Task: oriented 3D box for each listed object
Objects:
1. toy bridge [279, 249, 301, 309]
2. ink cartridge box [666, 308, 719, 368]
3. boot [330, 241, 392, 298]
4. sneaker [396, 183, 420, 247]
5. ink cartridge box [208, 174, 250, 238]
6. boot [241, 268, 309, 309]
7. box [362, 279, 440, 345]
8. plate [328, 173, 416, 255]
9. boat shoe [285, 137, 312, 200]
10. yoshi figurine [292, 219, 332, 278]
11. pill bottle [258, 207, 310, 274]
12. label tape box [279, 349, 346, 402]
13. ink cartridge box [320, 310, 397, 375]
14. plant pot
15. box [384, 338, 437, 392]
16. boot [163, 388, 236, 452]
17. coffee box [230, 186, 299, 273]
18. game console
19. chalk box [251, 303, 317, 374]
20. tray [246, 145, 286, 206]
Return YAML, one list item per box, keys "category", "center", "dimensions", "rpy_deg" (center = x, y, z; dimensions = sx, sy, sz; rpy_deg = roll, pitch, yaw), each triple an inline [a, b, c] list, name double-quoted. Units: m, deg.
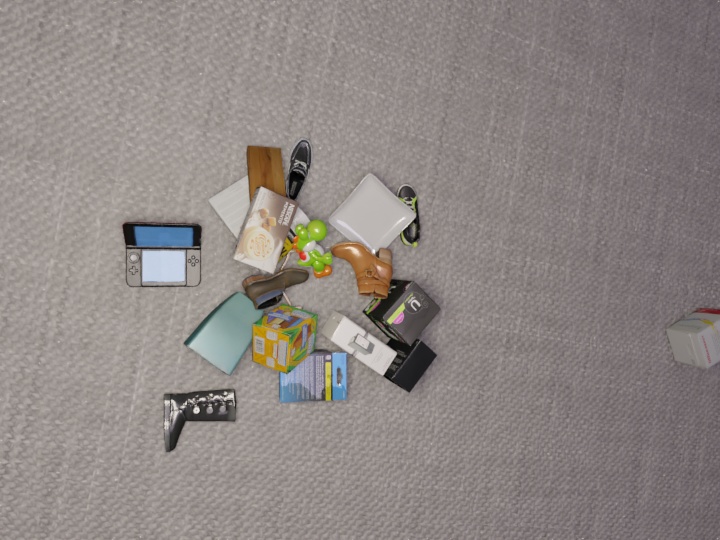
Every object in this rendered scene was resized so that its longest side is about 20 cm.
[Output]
- category: "toy bridge"
  center: [-0.212, 0.024, 1.630]
  dimensions: [0.067, 0.027, 0.202]
  rpy_deg: [-2, 93, -17]
- category: "ink cartridge box"
  center: [1.297, 0.252, 2.061]
  dimensions: [0.199, 0.144, 0.146]
  rpy_deg: [-24, 99, -16]
- category: "boot"
  center: [0.000, 0.000, 1.637]
  dimensions: [0.198, 0.074, 0.156]
  rpy_deg: [7, 67, -2]
- category: "sneaker"
  center: [0.163, -0.174, 1.718]
  dimensions: [0.071, 0.083, 0.202]
  rpy_deg: [-8, 94, -18]
- category: "ink cartridge box"
  center: [-0.309, -0.163, 1.541]
  dimensions: [0.160, 0.047, 0.200]
  rpy_deg: [-35, 73, -15]
- category: "boot"
  center: [-0.228, 0.056, 1.549]
  dimensions: [0.198, 0.075, 0.097]
  rpy_deg: [-11, 54, -24]
- category: "box"
  center: [0.120, 0.121, 1.649]
  dimensions: [0.124, 0.200, 0.149]
  rpy_deg: [45, 79, -14]
- category: "plate"
  center: [0.035, -0.164, 1.673]
  dimensions: [0.200, 0.032, 0.200]
  rpy_deg: [40, 106, -15]
- category: "boat shoe"
  center: [-0.184, -0.297, 1.611]
  dimensions: [0.071, 0.068, 0.202]
  rpy_deg: [18, 85, -17]
- category: "yoshi figurine"
  center: [-0.123, -0.073, 1.567]
  dimensions: [0.111, 0.201, 0.113]
  rpy_deg: [11, 61, 20]
- category: "pill bottle"
  center: [-0.243, -0.096, 1.572]
  dimensions: [0.200, 0.114, 0.114]
  rpy_deg: [-45, 103, -12]
- category: "label tape box"
  center: [-0.143, 0.312, 1.626]
  dimensions: [0.198, 0.063, 0.146]
  rpy_deg: [0, 92, -9]
- category: "ink cartridge box"
  center: [-0.009, 0.216, 1.638]
  dimensions: [0.199, 0.145, 0.084]
  rpy_deg: [36, 82, -15]
- category: "plant pot"
  center: [-0.371, 0.166, 1.527]
  dimensions: [0.141, 0.141, 0.201]
  rpy_deg: [39, 72, -15]
- category: "box"
  center: [0.127, 0.272, 1.654]
  dimensions: [0.079, 0.200, 0.142]
  rpy_deg: [39, 81, -14]
- category: "boot"
  center: [-0.452, 0.422, 1.547]
  dimensions: [0.198, 0.066, 0.167]
  rpy_deg: [0, 93, -22]
- category: "coffee box"
  center: [-0.254, -0.107, 1.446]
  dimensions: [0.114, 0.080, 0.202]
  rpy_deg: [22, 88, -20]
- category: "game console"
  center: [-0.534, -0.039, 1.478]
  dimensions: [0.198, 0.119, 0.174]
  rpy_deg: [0, 91, -17]
- category: "chalk box"
  center: [-0.202, 0.182, 1.552]
  dimensions: [0.123, 0.200, 0.126]
  rpy_deg: [15, 114, 21]
- category: "tray"
  center: [-0.268, -0.268, 1.546]
  dimensions: [0.098, 0.037, 0.201]
  rpy_deg: [1, 56, -18]
